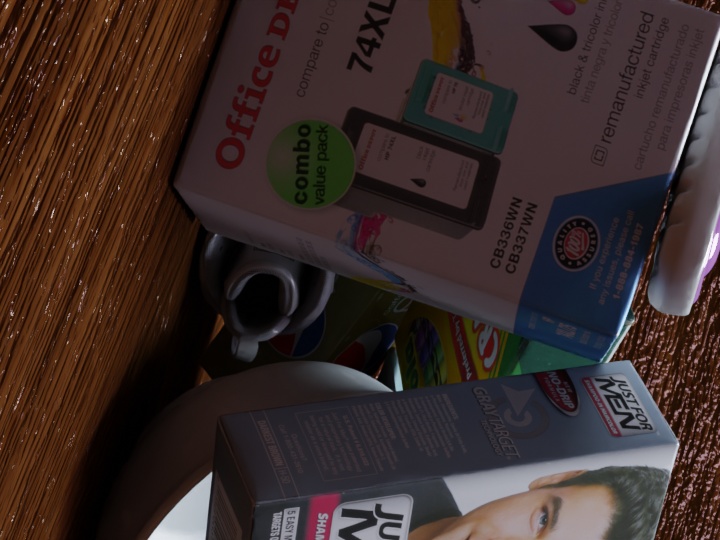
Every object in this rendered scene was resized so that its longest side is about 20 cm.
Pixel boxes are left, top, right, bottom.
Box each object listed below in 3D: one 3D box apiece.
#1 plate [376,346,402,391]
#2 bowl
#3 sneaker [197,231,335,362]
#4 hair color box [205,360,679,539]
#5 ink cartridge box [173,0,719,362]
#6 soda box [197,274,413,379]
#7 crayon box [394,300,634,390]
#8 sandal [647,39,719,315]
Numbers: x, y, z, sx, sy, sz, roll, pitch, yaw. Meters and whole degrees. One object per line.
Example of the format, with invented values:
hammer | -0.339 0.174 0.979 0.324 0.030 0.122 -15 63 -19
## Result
plate | 0.023 0.141 1.407 0.200 0.026 0.201 -10 90 -87
bowl | -0.052 0.114 1.256 0.090 0.201 0.201 48 -47 40
sneaker | -0.024 -0.049 1.289 0.115 0.075 0.200 -72 -177 -64
hair color box | 0.034 0.107 1.171 0.061 0.200 0.099 -117 -153 -46
ink cartridge box | 0.038 -0.063 1.150 0.146 0.200 0.147 66 42 -84
soda box | 0.000 0.000 1.402 0.068 0.064 0.200 -9 142 -53
crayon box | 0.068 0.041 1.327 0.200 0.051 0.127 115 -25 -43
sandal | 0.170 -0.067 1.125 0.082 0.050 0.203 97 12 -70
